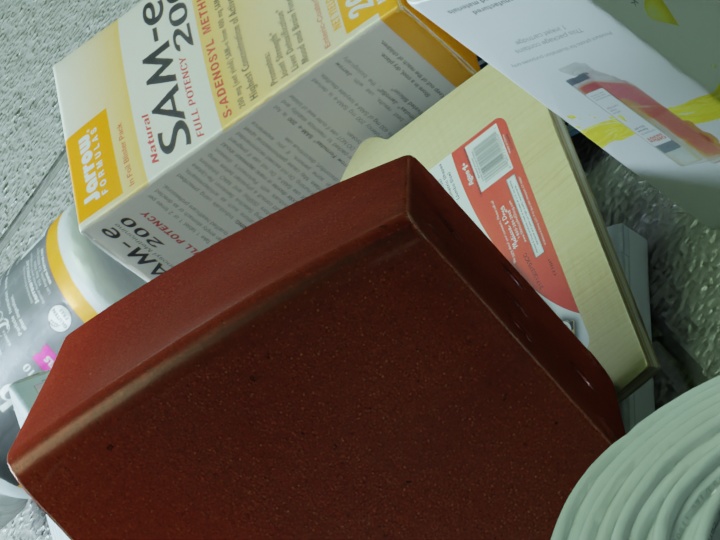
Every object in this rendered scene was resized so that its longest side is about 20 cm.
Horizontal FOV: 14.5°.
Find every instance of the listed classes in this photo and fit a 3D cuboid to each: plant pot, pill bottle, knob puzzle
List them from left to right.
[{"bbox_3d":[-0.179,0.058,1.612,0.200,0.116,0.116,-44,32,25],"label":"pill bottle"},{"bbox_3d":[-0.001,0.068,1.151,0.176,0.200,0.200,-41,9,10],"label":"plant pot"},{"bbox_3d":[0.040,0.023,1.303,0.220,0.030,0.220,-11,74,41],"label":"knob puzzle"}]

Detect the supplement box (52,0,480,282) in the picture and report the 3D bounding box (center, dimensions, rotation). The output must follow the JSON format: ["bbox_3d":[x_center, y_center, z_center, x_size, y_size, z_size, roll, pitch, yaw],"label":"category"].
[{"bbox_3d":[-0.049,-0.097,1.385,0.200,0.074,0.126,-34,43,19],"label":"supplement box"}]

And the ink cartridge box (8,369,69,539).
[{"bbox_3d":[-0.110,0.156,1.379,0.057,0.163,0.200,-21,28,-17],"label":"ink cartridge box"}]

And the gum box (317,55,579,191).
[{"bbox_3d":[0.063,-0.127,1.411,0.200,0.045,0.170,-28,46,17],"label":"gum box"}]

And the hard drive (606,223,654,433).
[{"bbox_3d":[0.079,0.087,1.278,0.132,0.026,0.200,-35,36,35],"label":"hard drive"}]

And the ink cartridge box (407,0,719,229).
[{"bbox_3d":[0.132,-0.132,1.227,0.083,0.200,0.145,-16,50,47],"label":"ink cartridge box"}]

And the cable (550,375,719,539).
[{"bbox_3d":[0.164,0.111,1.017,0.200,0.069,0.200,15,59,42],"label":"cable"}]
